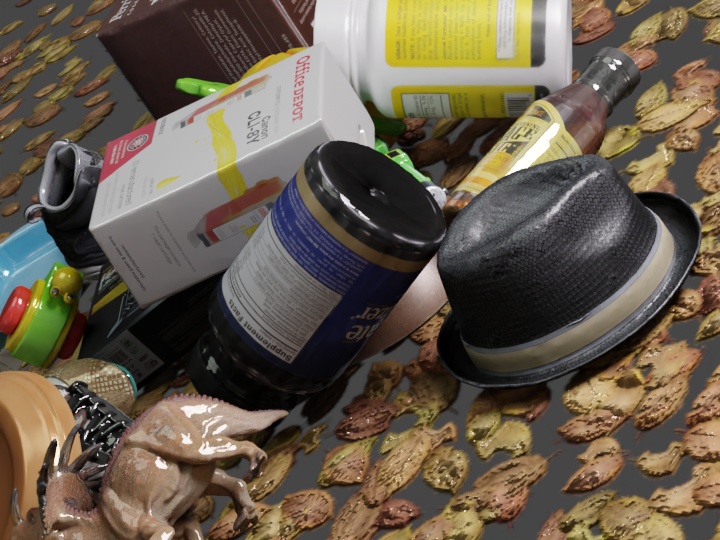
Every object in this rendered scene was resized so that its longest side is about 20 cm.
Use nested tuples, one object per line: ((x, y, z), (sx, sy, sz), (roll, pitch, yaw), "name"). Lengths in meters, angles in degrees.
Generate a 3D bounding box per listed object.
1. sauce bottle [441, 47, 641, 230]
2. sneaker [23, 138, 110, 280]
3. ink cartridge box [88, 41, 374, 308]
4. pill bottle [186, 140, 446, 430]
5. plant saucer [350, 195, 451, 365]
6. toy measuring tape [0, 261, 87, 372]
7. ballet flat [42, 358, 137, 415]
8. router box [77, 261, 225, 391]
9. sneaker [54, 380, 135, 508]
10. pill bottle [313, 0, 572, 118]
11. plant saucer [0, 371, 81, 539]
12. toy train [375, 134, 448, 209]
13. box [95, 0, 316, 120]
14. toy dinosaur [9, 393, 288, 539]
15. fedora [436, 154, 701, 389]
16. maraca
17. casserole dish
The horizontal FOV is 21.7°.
((0.139, -0.090, 1.413), (0.066, 0.066, 0.200), (3, 44, 51), "sauce bottle")
((-0.201, -0.088, 1.639), (0.200, 0.114, 0.075), (-45, 47, -1), "sneaker")
((-0.096, -0.076, 1.437), (0.200, 0.084, 0.145), (-24, 28, 13), "ink cartridge box")
((-0.037, 0.015, 1.326), (0.200, 0.112, 0.112), (-53, 18, 27), "pill bottle")
((0.000, 0.000, 1.456), (0.200, 0.035, 0.200), (-28, 27, 16), "plant saucer")
((-0.281, 0.067, 1.576), (0.200, 0.073, 0.074), (-50, 12, 40), "toy measuring tape")
((-0.262, 0.117, 1.512), (0.200, 0.071, 0.065), (-19, 0, 43), "ballet flat")
((-0.140, 0.000, 1.553), (0.200, 0.052, 0.157), (-37, 25, 22), "router box")
((-0.195, 0.131, 1.390), (0.200, 0.098, 0.071), (2, 42, 48), "sneaker")
((0.067, -0.179, 1.504), (0.199, 0.115, 0.114), (1, 35, 8), "pill bottle")
((-0.275, 0.169, 1.368), (0.200, 0.037, 0.201), (-17, 65, 42), "plant saucer")
((0.019, -0.068, 1.465), (0.056, 0.042, 0.200), (-23, 21, -8), "toy train")
((-0.110, -0.237, 1.818), (0.200, 0.164, 0.166), (-17, 32, 31), "box")
((-0.144, 0.135, 1.268), (0.135, 0.086, 0.200), (37, 72, 22), "toy dinosaur")
((0.125, -0.012, 1.266), (0.200, 0.092, 0.201), (-27, 28, 16), "fedora")
((-0.058, -0.141, 1.615), (0.199, 0.107, 0.137), (11, 3, 0), "maraca")
((-0.311, 0.013, 1.777), (0.121, 0.039, 0.200), (-30, 26, 9), "casserole dish")
